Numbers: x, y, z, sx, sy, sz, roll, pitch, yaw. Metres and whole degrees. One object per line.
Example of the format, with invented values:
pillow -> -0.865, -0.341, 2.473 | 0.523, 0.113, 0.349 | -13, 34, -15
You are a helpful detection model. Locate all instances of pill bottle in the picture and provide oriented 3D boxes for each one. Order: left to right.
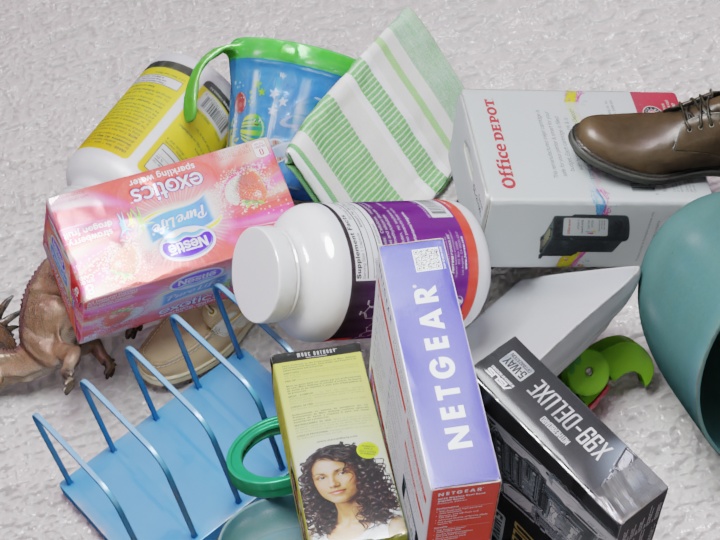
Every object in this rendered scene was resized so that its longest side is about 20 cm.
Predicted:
pill bottle -> -0.203, -0.100, 1.800 | 0.112, 0.113, 0.200 | 18, 55, 28
pill bottle -> 0.000, 0.000, 1.567 | 0.199, 0.113, 0.113 | -3, 39, -33

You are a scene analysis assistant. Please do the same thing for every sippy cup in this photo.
sippy cup -> -0.066, -0.135, 1.772 | 0.177, 0.140, 0.131 | 11, 86, 14

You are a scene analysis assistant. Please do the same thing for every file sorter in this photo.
file sorter -> -0.145, 0.127, 1.574 | 0.200, 0.123, 0.139 | -36, 50, -18

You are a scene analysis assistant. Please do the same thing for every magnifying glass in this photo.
magnifying glass -> -0.017, 0.120, 1.522 | 0.200, 0.022, 0.080 | -30, 38, -23

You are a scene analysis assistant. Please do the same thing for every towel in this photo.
towel -> 0.027, -0.117, 1.738 | 0.023, 0.153, 0.200 | -2, 41, 54

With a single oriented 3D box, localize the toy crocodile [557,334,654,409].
toy crocodile -> 0.147, 0.113, 1.556 | 0.200, 0.062, 0.067 | -35, 10, -14

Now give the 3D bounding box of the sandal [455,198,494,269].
sandal -> 0.118, -0.047, 1.719 | 0.075, 0.048, 0.201 | 6, 37, 16

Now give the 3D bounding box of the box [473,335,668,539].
box -> 0.139, 0.163, 1.394 | 0.050, 0.200, 0.158 | -33, 63, -22

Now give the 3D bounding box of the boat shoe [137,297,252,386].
boat shoe -> -0.122, 0.020, 1.700 | 0.200, 0.069, 0.074 | -41, 51, -21

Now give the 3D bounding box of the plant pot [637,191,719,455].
plant pot -> 0.310, 0.029, 1.501 | 0.200, 0.201, 0.161 | -26, 36, -9

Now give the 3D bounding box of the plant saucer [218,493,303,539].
plant saucer -> -0.010, 0.230, 1.420 | 0.199, 0.028, 0.200 | 11, 25, -5

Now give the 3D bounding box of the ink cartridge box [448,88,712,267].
ink cartridge box -> 0.185, -0.081, 1.661 | 0.199, 0.083, 0.146 | 0, 46, -10

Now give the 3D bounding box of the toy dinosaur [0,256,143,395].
toy dinosaur -> -0.272, 0.034, 1.691 | 0.135, 0.086, 0.200 | 27, 76, 16

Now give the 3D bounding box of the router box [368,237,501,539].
router box -> 0.049, 0.110, 1.369 | 0.049, 0.180, 0.201 | -7, 57, -7

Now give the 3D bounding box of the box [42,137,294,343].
box -> -0.158, -0.025, 1.621 | 0.199, 0.095, 0.103 | -16, 71, -18

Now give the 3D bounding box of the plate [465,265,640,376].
plate -> 0.118, 0.072, 1.557 | 0.199, 0.032, 0.200 | -40, 12, -21

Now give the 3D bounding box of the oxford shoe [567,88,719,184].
oxford shoe -> 0.272, -0.119, 1.599 | 0.199, 0.085, 0.073 | 0, 47, -10

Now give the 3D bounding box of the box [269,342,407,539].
box -> -0.018, 0.142, 1.439 | 0.075, 0.050, 0.200 | -8, 42, -8
